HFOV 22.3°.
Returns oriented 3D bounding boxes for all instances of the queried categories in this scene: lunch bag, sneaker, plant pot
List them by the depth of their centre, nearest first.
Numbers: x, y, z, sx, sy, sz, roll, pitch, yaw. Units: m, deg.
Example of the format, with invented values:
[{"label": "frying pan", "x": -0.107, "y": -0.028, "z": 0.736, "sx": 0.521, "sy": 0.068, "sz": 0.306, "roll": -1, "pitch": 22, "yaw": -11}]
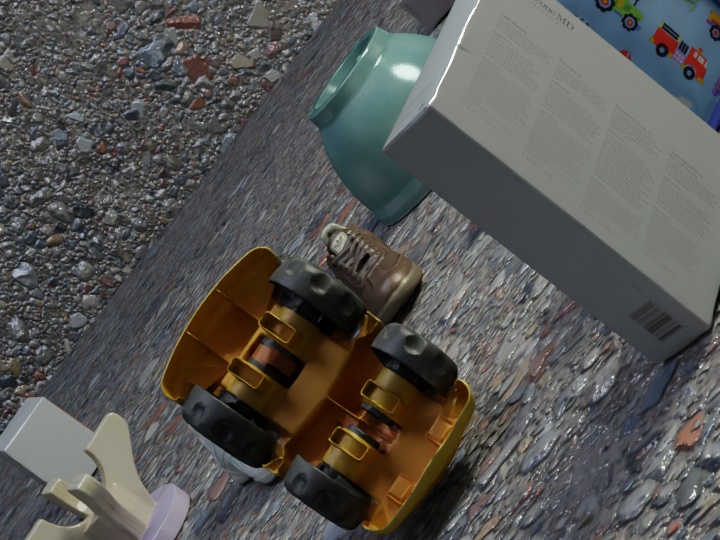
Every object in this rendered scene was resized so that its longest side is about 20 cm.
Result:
[{"label": "lunch bag", "x": 0.205, "y": -0.202, "z": 1.224, "sx": 0.201, "sy": 0.150, "sz": 0.094, "roll": -57, "pitch": 12, "yaw": -14}, {"label": "sneaker", "x": -0.107, "y": 0.149, "z": 1.666, "sx": 0.071, "sy": 0.080, "sz": 0.200, "roll": -57, "pitch": 12, "yaw": -22}, {"label": "sneaker", "x": 0.000, "y": 0.000, "z": 1.670, "sx": 0.071, "sy": 0.075, "sz": 0.200, "roll": -54, "pitch": 11, "yaw": 0}, {"label": "plant pot", "x": 0.032, "y": -0.167, "z": 1.889, "sx": 0.201, "sy": 0.134, "sz": 0.200, "roll": -51, "pitch": 11, "yaw": 14}]

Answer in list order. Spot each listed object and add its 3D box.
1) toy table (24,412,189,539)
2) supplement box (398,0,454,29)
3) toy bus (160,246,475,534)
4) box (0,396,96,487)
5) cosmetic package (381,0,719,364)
[{"label": "toy table", "x": -0.267, "y": 0.257, "z": 1.914, "sx": 0.200, "sy": 0.117, "sz": 0.184, "roll": -35, "pitch": 22, "yaw": 57}, {"label": "supplement box", "x": 0.127, "y": -0.425, "z": 2.453, "sx": 0.109, "sy": 0.061, "sz": 0.200, "roll": -43, "pitch": 17, "yaw": 43}, {"label": "toy bus", "x": -0.011, "y": 0.102, "z": 1.266, "sx": 0.136, "sy": 0.199, "sz": 0.192, "roll": -55, "pitch": -25, "yaw": -8}, {"label": "box", "x": -0.452, "y": 0.257, "z": 2.657, "sx": 0.098, "sy": 0.124, "sz": 0.200, "roll": -56, "pitch": 12, "yaw": -13}, {"label": "cosmetic package", "x": 0.122, "y": -0.064, "z": 1.029, "sx": 0.052, "sy": 0.200, "sz": 0.151, "roll": -41, "pitch": 16, "yaw": 45}]
